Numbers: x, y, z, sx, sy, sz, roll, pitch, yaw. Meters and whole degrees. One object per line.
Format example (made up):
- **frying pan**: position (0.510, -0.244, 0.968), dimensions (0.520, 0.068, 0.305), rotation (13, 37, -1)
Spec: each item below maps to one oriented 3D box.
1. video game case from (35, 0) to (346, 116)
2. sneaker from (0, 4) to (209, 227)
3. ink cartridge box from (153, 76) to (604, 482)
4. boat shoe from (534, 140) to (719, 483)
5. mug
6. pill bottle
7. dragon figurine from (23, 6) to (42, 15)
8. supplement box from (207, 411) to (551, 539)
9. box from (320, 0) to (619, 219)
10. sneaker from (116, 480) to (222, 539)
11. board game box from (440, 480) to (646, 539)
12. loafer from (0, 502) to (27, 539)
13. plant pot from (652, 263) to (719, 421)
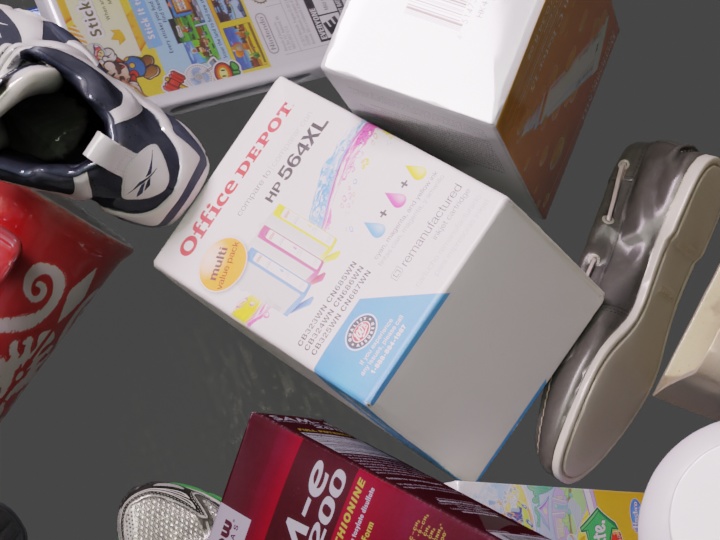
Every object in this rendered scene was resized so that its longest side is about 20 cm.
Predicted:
- **video game case**: position (-0.105, -0.187, 1.286), dimensions (0.182, 0.023, 0.200), rotation (-16, 73, -23)
- **sneaker**: position (-0.183, -0.095, 1.162), dimensions (0.199, 0.130, 0.079), rotation (39, 93, 20)
- **ink cartridge box**: position (0.000, 0.000, 1.189), dimensions (0.200, 0.125, 0.129), rotation (31, 84, 38)
- **boat shoe**: position (0.136, 0.020, 1.218), dimensions (0.057, 0.067, 0.200), rotation (19, 77, 35)
- **mug**: position (-0.244, 0.029, 1.236), dimensions (0.133, 0.178, 0.200), rotation (34, 91, 19)
- **pill bottle**: position (0.196, 0.135, 1.104), dimensions (0.112, 0.200, 0.112), rotation (-3, 77, 11)
- **dragon figurine**: position (-0.172, -0.116, 1.286), dimensions (0.200, 0.099, 0.059), rotation (-6, 77, 10)
- **supplement box**: position (0.013, 0.155, 1.099), dimensions (0.200, 0.061, 0.109), rotation (23, 97, 42)
- **box**: position (0.064, -0.119, 1.186), dimensions (0.097, 0.200, 0.124), rotation (20, 83, 15)
- **sneaker**: position (-0.066, 0.194, 1.205), dimensions (0.078, 0.085, 0.200), rotation (-39, 73, 1)
- **board game box**: position (0.095, 0.212, 1.149), dimensions (0.034, 0.134, 0.200), rotation (-18, 70, 51)
- **loafer**: position (-0.274, 0.201, 1.255), dimensions (0.201, 0.070, 0.068), rotation (-43, 107, -15)
- **plant pot**: position (0.281, 0.011, 1.128), dimensions (0.177, 0.200, 0.200), rotation (27, 85, 4)
